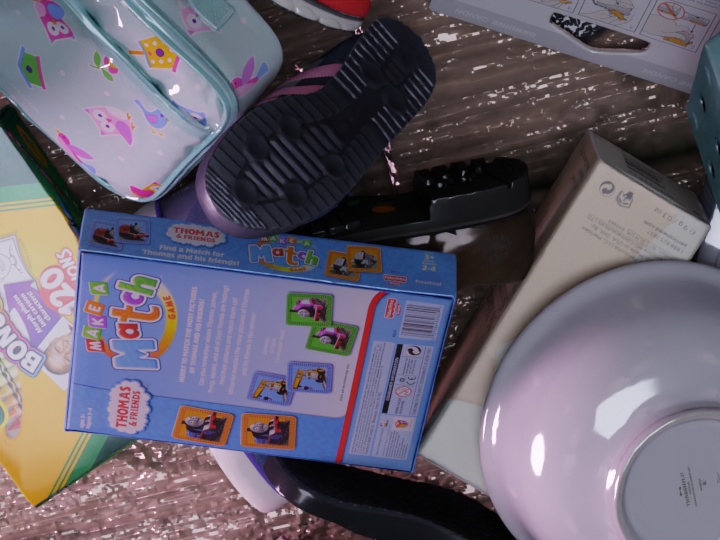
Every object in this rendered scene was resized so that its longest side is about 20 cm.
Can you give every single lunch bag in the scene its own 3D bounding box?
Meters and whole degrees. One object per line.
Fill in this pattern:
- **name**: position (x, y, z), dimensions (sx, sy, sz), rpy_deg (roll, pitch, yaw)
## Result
- **lunch bag**: position (-0.146, -0.141, 1.411), dimensions (0.200, 0.160, 0.077), rpy_deg (44, 57, -7)

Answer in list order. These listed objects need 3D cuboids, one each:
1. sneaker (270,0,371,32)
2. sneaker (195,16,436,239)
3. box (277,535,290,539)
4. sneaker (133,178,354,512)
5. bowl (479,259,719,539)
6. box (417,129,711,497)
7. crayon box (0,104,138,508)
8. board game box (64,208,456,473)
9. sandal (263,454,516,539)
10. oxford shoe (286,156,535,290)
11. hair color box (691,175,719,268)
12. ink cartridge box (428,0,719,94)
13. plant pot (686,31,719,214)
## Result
- **sneaker**: position (-0.060, -0.210, 1.399), dimensions (0.200, 0.077, 0.085), rpy_deg (43, 96, -13)
- **sneaker**: position (-0.035, -0.064, 1.406), dimensions (0.082, 0.200, 0.070), rpy_deg (-31, 95, 44)
- **box**: position (0.016, 0.248, 1.475), dimensions (0.199, 0.103, 0.095), rpy_deg (33, 87, -6)
- **sneaker**: position (-0.033, 0.027, 1.491), dimensions (0.145, 0.081, 0.201), rpy_deg (-21, 97, 10)
- **bowl**: position (0.171, 0.103, 1.421), dimensions (0.199, 0.090, 0.203), rpy_deg (-4, 112, -10)
- **box**: position (0.114, 0.030, 1.485), dimensions (0.077, 0.095, 0.201), rpy_deg (30, 101, -6)
- **crayon box**: position (-0.197, 0.021, 1.504), dimensions (0.118, 0.058, 0.201), rpy_deg (-33, 101, 8)
- **board game box**: position (-0.057, 0.041, 1.401), dimensions (0.198, 0.037, 0.152), rpy_deg (7, 137, -5)
- **sandal**: position (0.024, 0.153, 1.506), dimensions (0.199, 0.075, 0.045), rpy_deg (20, 106, -27)
- **oxford shoe**: position (0.000, 0.000, 1.420), dimensions (0.198, 0.073, 0.085), rpy_deg (-9, 112, 4)
- **hair color box**: position (0.231, 0.020, 1.497), dimensions (0.098, 0.061, 0.202), rpy_deg (16, 103, -4)
- **ink cartridge box**: position (0.151, -0.177, 1.426), dimensions (0.198, 0.176, 0.045), rpy_deg (17, 62, -4)
- **plant pot**: position (0.285, -0.089, 1.387), dimensions (0.198, 0.142, 0.142), rpy_deg (-14, 69, -6)
